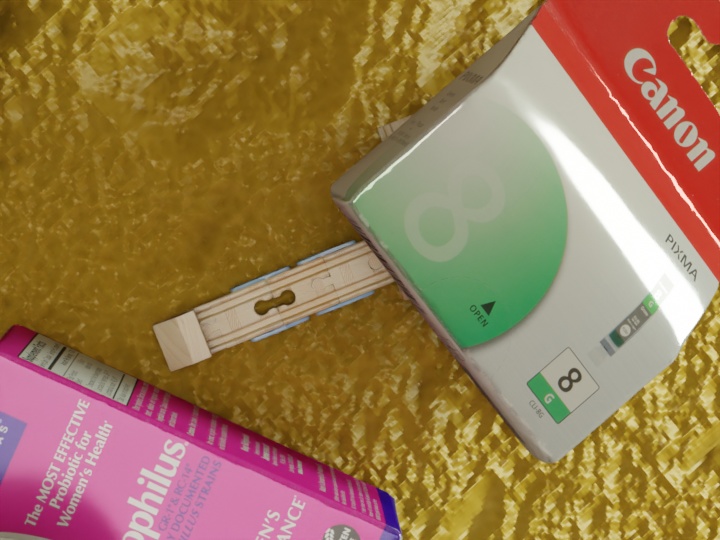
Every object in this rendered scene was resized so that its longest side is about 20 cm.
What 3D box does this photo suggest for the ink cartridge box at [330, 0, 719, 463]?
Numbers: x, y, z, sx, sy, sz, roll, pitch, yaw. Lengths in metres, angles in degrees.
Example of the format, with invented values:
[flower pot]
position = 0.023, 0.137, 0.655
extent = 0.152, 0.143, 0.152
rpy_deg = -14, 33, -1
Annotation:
[ink cartridge box]
position = 0.109, -0.037, 1.067
extent = 0.200, 0.050, 0.161
rpy_deg = -40, 109, -3

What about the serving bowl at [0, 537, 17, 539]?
[serving bowl]
position = -0.182, 0.193, 0.959
extent = 0.066, 0.200, 0.201
rpy_deg = 25, 93, 37

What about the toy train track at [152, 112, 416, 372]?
[toy train track]
position = 0.000, 0.000, 1.093
extent = 0.199, 0.033, 0.115
rpy_deg = -22, 95, -1

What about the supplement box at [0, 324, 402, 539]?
[supplement box]
position = -0.092, 0.114, 1.062
extent = 0.199, 0.103, 0.102
rpy_deg = 24, 93, -3
